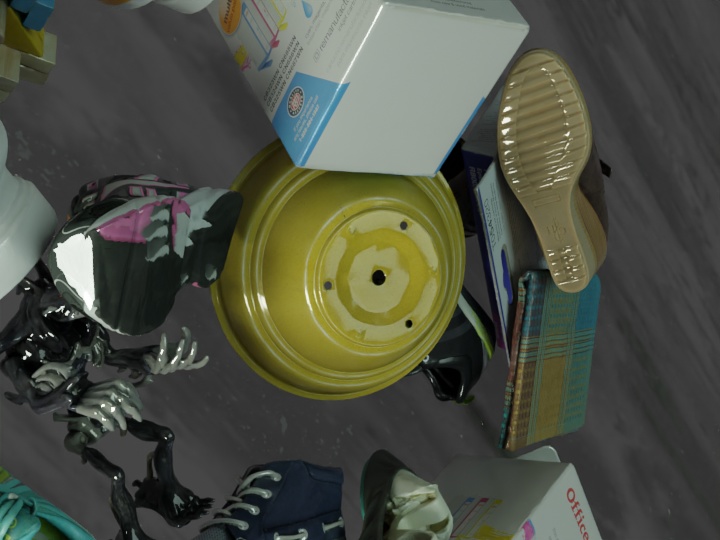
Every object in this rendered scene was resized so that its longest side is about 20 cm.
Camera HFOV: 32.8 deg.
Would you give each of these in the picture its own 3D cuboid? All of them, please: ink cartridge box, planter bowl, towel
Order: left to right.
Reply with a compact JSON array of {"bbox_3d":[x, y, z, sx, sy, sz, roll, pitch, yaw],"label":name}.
[{"bbox_3d":[-0.010,-0.181,0.815,0.124,0.129,0.201,-1,47,-39],"label":"ink cartridge box"},{"bbox_3d":[0.000,0.000,0.845,0.197,0.083,0.204,-4,100,-20],"label":"planter bowl"},{"bbox_3d":[0.102,0.243,0.961,0.200,0.124,0.130,-39,115,-40],"label":"ink cartridge box"},{"bbox_3d":[0.129,-0.040,1.019,0.201,0.043,0.199,-53,139,-45],"label":"ink cartridge box"},{"bbox_3d":[0.163,0.072,1.042,0.199,0.021,0.150,2,96,-64],"label":"towel"}]

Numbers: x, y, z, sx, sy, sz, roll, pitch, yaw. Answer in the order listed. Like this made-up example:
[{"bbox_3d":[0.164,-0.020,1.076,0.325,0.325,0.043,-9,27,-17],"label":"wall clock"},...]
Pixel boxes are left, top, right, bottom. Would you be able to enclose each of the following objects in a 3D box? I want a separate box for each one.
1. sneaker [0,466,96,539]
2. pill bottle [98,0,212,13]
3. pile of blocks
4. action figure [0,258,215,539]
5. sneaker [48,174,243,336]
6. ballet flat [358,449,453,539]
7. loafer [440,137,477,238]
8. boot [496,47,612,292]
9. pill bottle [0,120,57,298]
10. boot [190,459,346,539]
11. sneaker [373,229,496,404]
[{"bbox_3d":[-0.213,0.130,0.674,0.200,0.079,0.078,40,60,-36],"label":"sneaker"},{"bbox_3d":[-0.168,-0.226,0.723,0.198,0.108,0.111,19,74,-43],"label":"pill bottle"},{"bbox_3d":[-0.209,-0.155,0.652,0.201,0.081,0.063,59,23,-57],"label":"pile of blocks"},{"bbox_3d":[-0.147,0.072,0.727,0.119,0.101,0.203,-45,116,-56],"label":"action figure"},{"bbox_3d":[-0.141,-0.017,0.721,0.200,0.085,0.082,-22,127,-78],"label":"sneaker"},{"bbox_3d":[0.030,0.194,0.873,0.069,0.068,0.201,61,22,-22],"label":"ballet flat"},{"bbox_3d":[0.058,-0.086,0.981,0.199,0.062,0.073,36,62,-39],"label":"loafer"},{"bbox_3d":[0.159,-0.099,0.981,0.167,0.071,0.203,-64,144,-60],"label":"boot"},{"bbox_3d":[-0.253,-0.071,0.620,0.201,0.115,0.117,54,53,-29],"label":"pill bottle"},{"bbox_3d":[-0.082,0.174,0.824,0.199,0.072,0.092,15,70,-53],"label":"boot"},{"bbox_3d":[0.043,0.040,0.953,0.200,0.071,0.084,42,60,-36],"label":"sneaker"}]
